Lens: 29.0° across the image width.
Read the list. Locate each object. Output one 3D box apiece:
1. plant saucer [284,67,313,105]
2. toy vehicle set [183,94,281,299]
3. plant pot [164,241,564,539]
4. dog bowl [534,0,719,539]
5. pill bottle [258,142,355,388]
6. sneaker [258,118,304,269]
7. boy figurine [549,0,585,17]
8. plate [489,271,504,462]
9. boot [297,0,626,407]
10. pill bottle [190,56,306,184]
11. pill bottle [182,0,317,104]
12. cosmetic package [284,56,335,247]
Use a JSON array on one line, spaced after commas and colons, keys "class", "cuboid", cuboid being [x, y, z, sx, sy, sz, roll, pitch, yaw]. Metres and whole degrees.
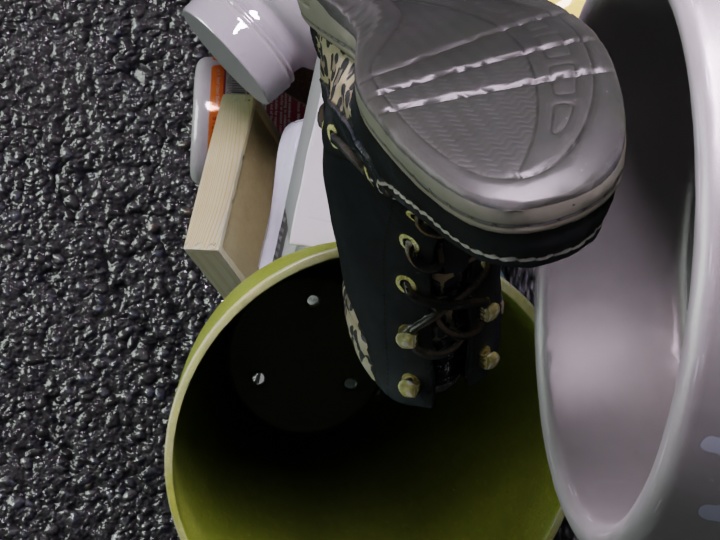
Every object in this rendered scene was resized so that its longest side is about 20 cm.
[{"class": "plant saucer", "cuboid": [-0.033, -0.211, 1.060, 0.034, 0.200, 0.201, -34, 44, 39]}, {"class": "toy vehicle set", "cuboid": [-0.069, -0.024, 1.038, 0.200, 0.026, 0.125, 59, -142, -57]}, {"class": "plant pot", "cuboid": [-0.010, 0.063, 0.702, 0.200, 0.186, 0.188, -137, 50, -75]}, {"class": "dog bowl", "cuboid": [0.097, -0.004, 0.404, 0.200, 0.058, 0.201, -177, 90, -85]}, {"class": "pill bottle", "cuboid": [0.000, 0.000, 0.876, 0.113, 0.113, 0.201, -124, 47, -81]}, {"class": "sneaker", "cuboid": [-0.025, -0.008, 0.956, 0.073, 0.070, 0.201, 9, -97, -61]}, {"class": "boy figurine", "cuboid": [0.082, -0.145, 0.544, 0.124, 0.064, 0.201, 127, 148, -75]}, {"class": "plate", "cuboid": [0.070, 0.077, 0.810, 0.200, 0.025, 0.201, -176, 90, -84]}, {"class": "boot", "cuboid": [0.033, -0.014, 0.464, 0.204, 0.073, 0.154, -120, 19, -57]}, {"class": "pill bottle", "cuboid": [-0.043, -0.122, 1.190, 0.110, 0.199, 0.110, -177, 90, -84]}, {"class": "pill bottle", "cuboid": [-0.019, -0.210, 0.940, 0.200, 0.113, 0.113, -44, 2, -6]}, {"class": "cosmetic package", "cuboid": [0.031, -0.106, 0.753, 0.081, 0.112, 0.201, -107, 27, -74]}]
